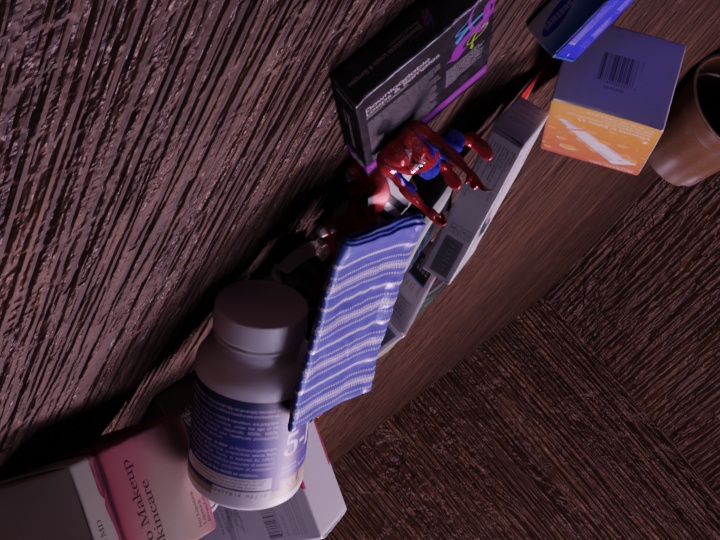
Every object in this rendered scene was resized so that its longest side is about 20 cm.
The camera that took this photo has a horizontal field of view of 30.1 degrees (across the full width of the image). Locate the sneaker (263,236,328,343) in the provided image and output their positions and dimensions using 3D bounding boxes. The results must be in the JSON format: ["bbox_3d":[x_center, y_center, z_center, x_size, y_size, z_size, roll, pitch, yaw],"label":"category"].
[{"bbox_3d":[-0.082,0.059,1.372,0.066,0.091,0.200,-28,164,-49],"label":"sneaker"}]

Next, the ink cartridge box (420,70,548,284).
[{"bbox_3d":[0.149,-0.104,1.485,0.174,0.043,0.201,-47,166,-52],"label":"ink cartridge box"}]

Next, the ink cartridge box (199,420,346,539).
[{"bbox_3d":[-0.138,0.270,1.687,0.198,0.147,0.083,-14,-168,27],"label":"ink cartridge box"}]

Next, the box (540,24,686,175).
[{"bbox_3d":[0.276,-0.190,1.491,0.200,0.123,0.099,64,43,-79],"label":"box"}]

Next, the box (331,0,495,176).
[{"bbox_3d":[0.045,-0.159,1.090,0.143,0.036,0.200,-41,171,-5],"label":"box"}]

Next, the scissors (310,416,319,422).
[{"bbox_3d":[-0.060,0.172,1.526,0.200,0.014,0.073,-48,-170,-34],"label":"scissors"}]

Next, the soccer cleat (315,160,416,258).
[{"bbox_3d":[0.012,-0.060,1.302,0.085,0.069,0.200,-32,163,-24],"label":"soccer cleat"}]

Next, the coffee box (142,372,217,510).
[{"bbox_3d":[-0.197,0.212,1.527,0.080,0.113,0.200,-33,166,-37],"label":"coffee box"}]

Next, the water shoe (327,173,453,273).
[{"bbox_3d":[0.038,-0.022,1.423,0.200,0.071,0.079,-51,156,-13],"label":"water shoe"}]

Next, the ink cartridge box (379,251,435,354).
[{"bbox_3d":[-0.008,0.078,1.592,0.200,0.043,0.198,-39,-172,25],"label":"ink cartridge box"}]

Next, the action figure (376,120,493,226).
[{"bbox_3d":[0.078,-0.080,1.166,0.065,0.099,0.200,-44,164,18],"label":"action figure"}]

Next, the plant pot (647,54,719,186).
[{"bbox_3d":[0.640,-0.265,2.496,0.200,0.201,0.198,-34,177,-34],"label":"plant pot"}]

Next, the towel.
[{"bbox_3d":[-0.003,0.046,1.262,0.144,0.024,0.202,-22,133,-57],"label":"towel"}]

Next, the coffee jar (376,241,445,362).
[{"bbox_3d":[0.033,0.046,1.768,0.104,0.085,0.200,-36,168,-43],"label":"coffee jar"}]

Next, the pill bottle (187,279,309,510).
[{"bbox_3d":[-0.104,0.118,1.300,0.119,0.119,0.202,-30,136,-48],"label":"pill bottle"}]

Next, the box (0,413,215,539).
[{"bbox_3d":[-0.247,0.232,1.299,0.108,0.129,0.200,-18,-179,25],"label":"box"}]

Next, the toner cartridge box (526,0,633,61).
[{"bbox_3d":[0.253,-0.290,1.294,0.200,0.043,0.095,-45,168,19],"label":"toner cartridge box"}]
